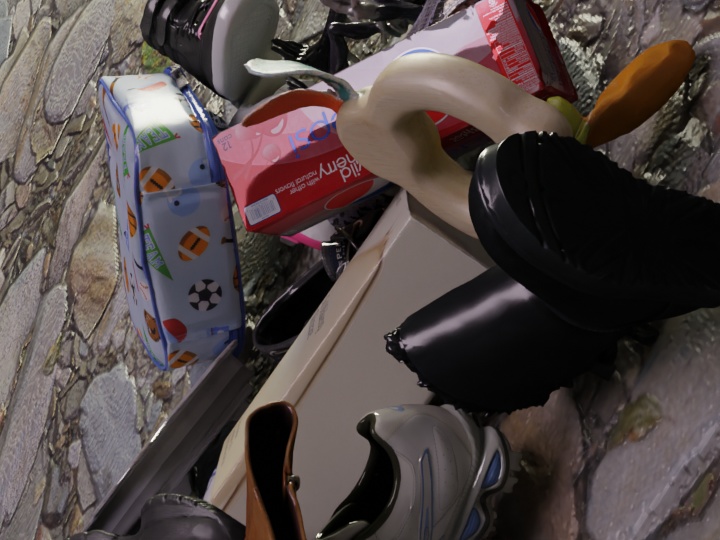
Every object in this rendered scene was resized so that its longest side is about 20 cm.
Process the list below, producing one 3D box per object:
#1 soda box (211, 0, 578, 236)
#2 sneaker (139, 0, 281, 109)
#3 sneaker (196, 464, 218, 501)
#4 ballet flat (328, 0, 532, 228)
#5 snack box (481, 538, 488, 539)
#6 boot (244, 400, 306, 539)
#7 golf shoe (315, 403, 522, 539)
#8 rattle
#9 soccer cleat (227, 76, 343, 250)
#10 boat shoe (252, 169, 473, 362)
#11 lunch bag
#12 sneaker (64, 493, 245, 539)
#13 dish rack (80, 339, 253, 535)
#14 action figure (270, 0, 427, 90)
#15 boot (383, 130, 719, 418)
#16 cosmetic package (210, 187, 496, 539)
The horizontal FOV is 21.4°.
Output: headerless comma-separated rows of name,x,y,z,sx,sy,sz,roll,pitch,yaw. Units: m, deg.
soda box,0.019,-0.087,1.098,0.199,0.070,0.064,-24,80,19
sneaker,-0.111,-0.170,1.328,0.071,0.099,0.200,-56,-4,-6
sneaker,-0.088,0.160,1.232,0.201,0.075,0.088,-64,31,12
ballet flat,0.042,-0.101,1.156,0.201,0.072,0.072,-59,33,14
snack box,0.029,0.169,1.087,0.200,0.024,0.072,25,96,59
boot,-0.033,0.197,0.972,0.201,0.068,0.189,102,167,-50
golf shoe,0.008,0.164,1.007,0.078,0.097,0.201,16,91,57
rattle,0.051,-0.103,1.012,0.199,0.130,0.144,21,78,35
soccer cleat,-0.045,-0.079,1.281,0.087,0.069,0.200,-67,27,16
boat shoe,0.000,0.000,1.179,0.200,0.066,0.070,-41,43,42
lunch bag,-0.134,-0.042,1.338,0.160,0.075,0.201,-125,29,-60
sneaker,-0.121,0.193,1.136,0.200,0.076,0.091,-33,42,49
dish rack,-0.143,0.152,1.288,0.200,0.043,0.172,-51,1,38
action figure,0.011,-0.191,1.229,0.200,0.102,0.119,-54,28,32
boot,0.078,0.009,0.928,0.162,0.197,0.074,-29,61,38
cosmetic package,0.000,0.056,1.088,0.201,0.073,0.104,-56,8,11
